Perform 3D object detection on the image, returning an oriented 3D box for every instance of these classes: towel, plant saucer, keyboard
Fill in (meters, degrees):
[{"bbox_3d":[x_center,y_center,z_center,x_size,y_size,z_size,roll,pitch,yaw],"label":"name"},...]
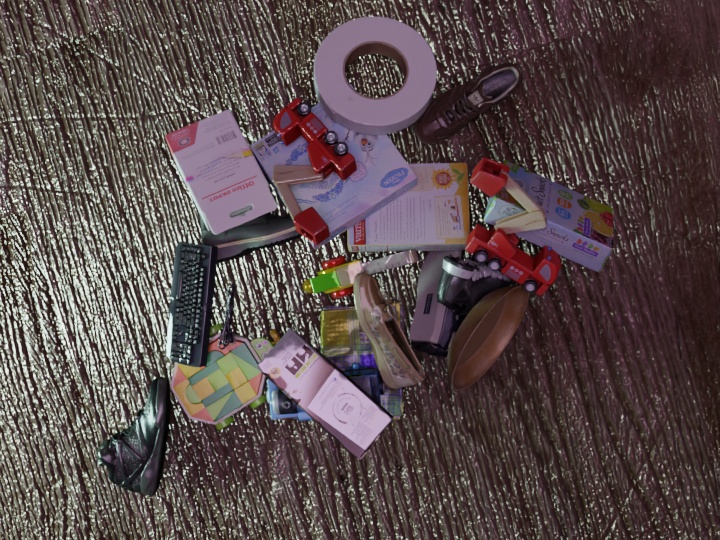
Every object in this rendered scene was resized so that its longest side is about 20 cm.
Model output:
[{"bbox_3d":[0.003,0.154,1.462,0.143,0.023,0.201,0,92,0],"label":"towel"},{"bbox_3d":[0.196,0.100,1.385,0.035,0.200,0.200,35,93,26],"label":"plant saucer"},{"bbox_3d":[-0.258,0.059,1.414,0.127,0.021,0.201,7,94,18],"label":"keyboard"}]

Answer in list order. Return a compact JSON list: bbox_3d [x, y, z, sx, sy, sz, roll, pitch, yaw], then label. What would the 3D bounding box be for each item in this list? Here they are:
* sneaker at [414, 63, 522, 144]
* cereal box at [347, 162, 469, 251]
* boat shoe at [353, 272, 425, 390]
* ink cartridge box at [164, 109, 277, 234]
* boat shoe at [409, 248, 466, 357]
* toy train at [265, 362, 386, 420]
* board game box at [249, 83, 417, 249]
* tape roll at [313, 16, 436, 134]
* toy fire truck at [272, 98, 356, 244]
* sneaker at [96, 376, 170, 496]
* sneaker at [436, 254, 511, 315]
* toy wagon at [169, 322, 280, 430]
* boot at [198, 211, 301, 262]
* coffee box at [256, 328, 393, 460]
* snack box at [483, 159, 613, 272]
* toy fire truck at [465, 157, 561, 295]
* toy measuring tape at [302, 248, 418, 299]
[{"bbox_3d":[0.174,-0.280,1.415,0.200,0.076,0.071,-35,91,2],"label":"sneaker"},{"bbox_3d":[0.077,-0.104,1.421,0.199,0.040,0.144,0,73,4],"label":"cereal box"},{"bbox_3d":[0.045,0.092,1.379,0.063,0.073,0.201,-16,105,22],"label":"boat shoe"},{"bbox_3d":[-0.219,-0.145,1.388,0.116,0.068,0.200,-24,68,-10],"label":"ink cartridge box"},{"bbox_3d":[0.145,0.051,1.440,0.093,0.075,0.201,30,70,-39],"label":"boat shoe"},{"bbox_3d":[-0.056,0.198,1.397,0.199,0.114,0.087,-5,92,1],"label":"toy train"},{"bbox_3d":[-0.044,-0.169,1.403,0.200,0.043,0.199,-32,75,-6],"label":"board game box"},{"bbox_3d":[0.023,-0.316,1.404,0.202,0.037,0.204,1,73,-2],"label":"tape roll"},{"bbox_3d":[-0.085,-0.156,1.346,0.141,0.049,0.200,-40,77,-8],"label":"toy fire truck"},{"bbox_3d":[-0.379,0.271,1.447,0.114,0.076,0.200,11,98,-6],"label":"sneaker"},{"bbox_3d":[0.174,0.027,1.378,0.066,0.200,0.091,27,101,30],"label":"sneaker"},{"bbox_3d":[-0.220,0.166,1.458,0.200,0.040,0.155,-32,92,2],"label":"toy wagon"},{"bbox_3d":[-0.178,-0.103,1.433,0.199,0.077,0.139,-16,87,1],"label":"boot"},{"bbox_3d":[-0.049,0.183,1.284,0.200,0.113,0.080,40,85,8],"label":"coffee box"},{"bbox_3d":[0.304,-0.090,1.387,0.199,0.142,0.053,24,124,1],"label":"snack box"},{"bbox_3d":[0.232,-0.064,1.307,0.200,0.049,0.141,31,125,-5],"label":"toy fire truck"},{"bbox_3d":[0.000,0.000,1.428,0.199,0.074,0.074,-17,92,9],"label":"toy measuring tape"}]
